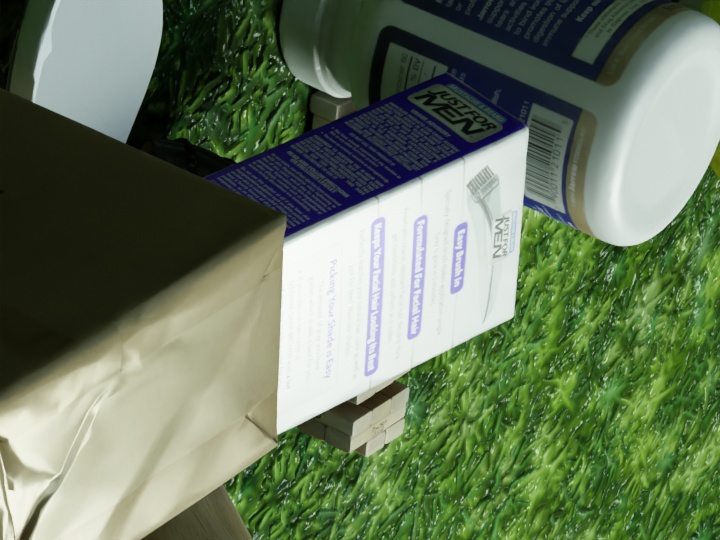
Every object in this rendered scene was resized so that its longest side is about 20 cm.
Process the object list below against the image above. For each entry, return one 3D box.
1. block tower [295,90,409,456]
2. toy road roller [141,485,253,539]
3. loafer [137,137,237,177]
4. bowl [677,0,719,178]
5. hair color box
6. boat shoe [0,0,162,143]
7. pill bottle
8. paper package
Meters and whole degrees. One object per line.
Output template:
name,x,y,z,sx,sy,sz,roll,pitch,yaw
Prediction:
block tower,0.000,0.000,1.490,0.054,0.058,0.201,-31,135,-48
toy road roller,-0.149,0.136,1.228,0.200,0.123,0.146,-31,128,-3
loafer,-0.116,0.030,1.316,0.072,0.073,0.200,30,87,-36
bowl,0.252,-0.138,1.760,0.200,0.107,0.201,-41,144,-39
hair color box,-0.020,0.001,1.279,0.200,0.065,0.110,-24,134,-31
boat shoe,-0.135,-0.057,1.213,0.069,0.057,0.201,-10,120,-47
pill bottle,0.067,-0.099,1.374,0.116,0.200,0.116,-41,145,-37
paper package,-0.156,0.023,1.072,0.190,0.200,0.104,-33,137,-44
